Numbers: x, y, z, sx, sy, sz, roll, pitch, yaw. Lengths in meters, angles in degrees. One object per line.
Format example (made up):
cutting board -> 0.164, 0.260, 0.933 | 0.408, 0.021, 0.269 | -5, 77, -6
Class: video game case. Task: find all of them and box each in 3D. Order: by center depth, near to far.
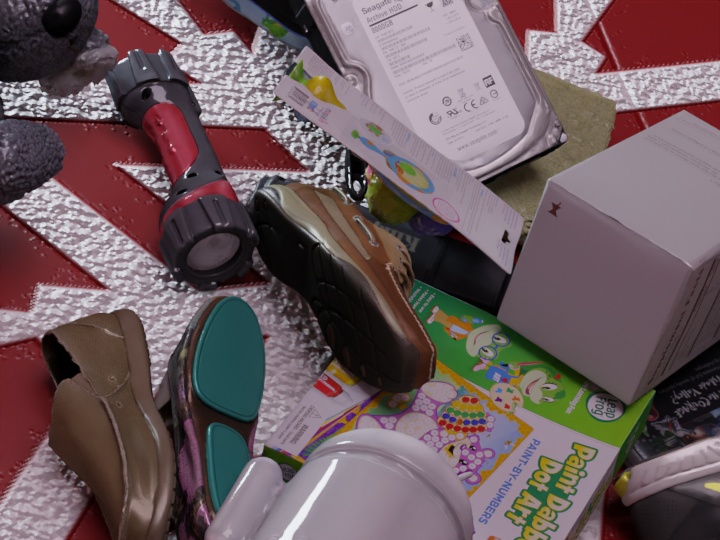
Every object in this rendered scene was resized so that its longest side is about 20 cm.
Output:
video game case -> 0.224, 0.055, 1.456 | 0.199, 0.023, 0.182 | -19, 55, -33

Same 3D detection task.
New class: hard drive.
hard drive -> 0.048, -0.153, 1.469 | 0.139, 0.038, 0.201 | -25, 86, -17

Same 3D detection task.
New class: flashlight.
flashlight -> -0.133, -0.077, 1.430 | 0.068, 0.068, 0.200 | -29, 53, 1

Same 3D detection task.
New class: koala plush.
koala plush -> -0.259, -0.163, 1.381 | 0.183, 0.178, 0.200 | 0, 34, 45

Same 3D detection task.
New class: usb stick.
usb stick -> 0.014, -0.016, 1.430 | 0.199, 0.033, 0.056 | 20, 58, 8

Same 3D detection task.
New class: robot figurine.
robot figurine -> -0.005, 0.171, 1.159 | 0.169, 0.113, 0.200 | 29, 46, 6

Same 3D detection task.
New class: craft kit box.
craft kit box -> 0.066, 0.109, 1.318 | 0.197, 0.049, 0.200 | 26, 45, 14

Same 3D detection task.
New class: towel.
towel -> 0.118, -0.094, 1.553 | 0.148, 0.037, 0.201 | 19, 44, -1

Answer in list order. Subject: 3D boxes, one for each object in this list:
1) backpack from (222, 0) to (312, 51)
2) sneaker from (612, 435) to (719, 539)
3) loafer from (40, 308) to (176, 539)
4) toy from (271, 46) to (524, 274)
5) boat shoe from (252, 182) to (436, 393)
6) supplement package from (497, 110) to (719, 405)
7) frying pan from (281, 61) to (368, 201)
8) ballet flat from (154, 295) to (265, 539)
backpack -> -0.041, -0.290, 1.602 | 0.183, 0.147, 0.200 | 36, 56, 10
sneaker -> 0.270, 0.141, 1.324 | 0.199, 0.074, 0.085 | -17, 83, 4
loafer -> -0.158, 0.105, 1.242 | 0.067, 0.076, 0.200 | -1, 40, -17
toy -> 0.020, -0.066, 1.389 | 0.200, 0.047, 0.115 | 41, 22, -7
boat shoe -> 0.000, 0.000, 1.341 | 0.074, 0.076, 0.200 | -15, 44, -26
supplement package -> 0.205, -0.014, 1.385 | 0.117, 0.118, 0.200 | 34, 34, 23
frying pan -> -0.017, -0.123, 1.521 | 0.114, 0.031, 0.190 | 23, 32, 9
ballet flat -> -0.099, 0.105, 1.261 | 0.069, 0.071, 0.201 | 30, 38, -34
